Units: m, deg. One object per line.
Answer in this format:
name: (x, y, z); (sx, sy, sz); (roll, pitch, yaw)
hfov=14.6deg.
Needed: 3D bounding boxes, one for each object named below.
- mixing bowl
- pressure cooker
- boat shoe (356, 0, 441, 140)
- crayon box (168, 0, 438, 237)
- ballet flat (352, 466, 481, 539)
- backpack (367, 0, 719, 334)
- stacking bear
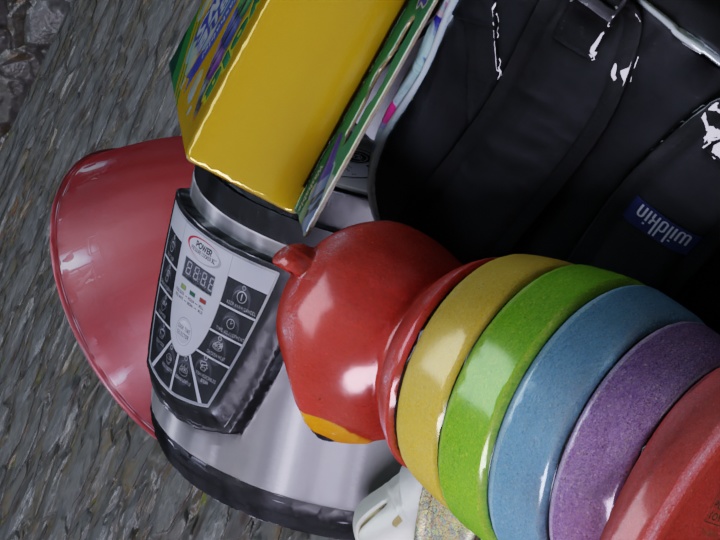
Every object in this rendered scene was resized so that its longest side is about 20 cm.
mixing bowl: (-0.070, -0.002, 1.598); (0.108, 0.200, 0.200); (-29, 34, 30)
pressure cooker: (0.002, -0.001, 1.259); (0.179, 0.176, 0.200); (-69, -7, -70)
boat shoe: (0.049, -0.139, 1.168); (0.199, 0.068, 0.074); (-48, -1, -19)
crayon box: (-0.022, -0.103, 1.098); (0.126, 0.052, 0.200); (-61, 14, 11)
ballet flat: (0.021, 0.131, 1.191); (0.071, 0.071, 0.200); (-100, 23, -64)
backpack: (0.103, -0.050, 1.051); (0.151, 0.177, 0.200); (-48, -7, -46)
stacking bear: (0.054, 0.046, 0.989); (0.200, 0.121, 0.114); (27, 92, 33)
